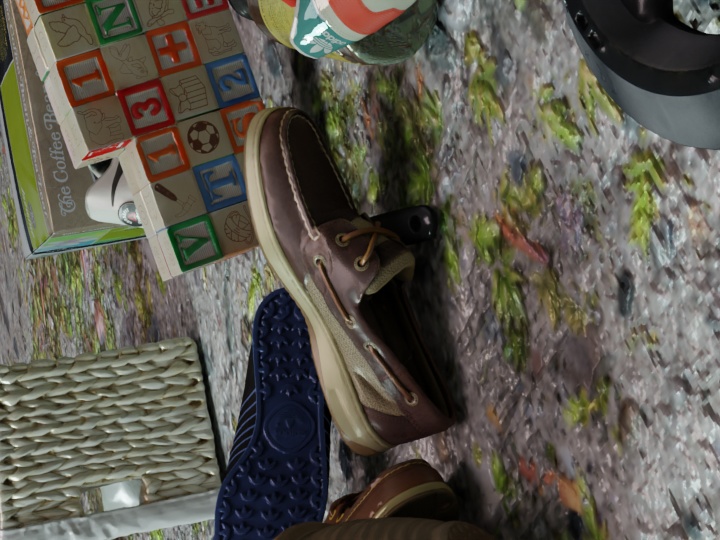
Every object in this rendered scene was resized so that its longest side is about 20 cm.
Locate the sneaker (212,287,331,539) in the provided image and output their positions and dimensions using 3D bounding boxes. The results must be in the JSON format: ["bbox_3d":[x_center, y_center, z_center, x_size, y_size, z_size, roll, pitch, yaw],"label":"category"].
[{"bbox_3d":[-0.048,0.115,0.947,0.078,0.070,0.201,82,-163,-72],"label":"sneaker"}]

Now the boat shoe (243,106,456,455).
[{"bbox_3d":[0.000,0.000,0.817,0.072,0.072,0.201,-18,92,32],"label":"boat shoe"}]

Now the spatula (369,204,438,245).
[{"bbox_3d":[-0.003,-0.019,0.889,0.200,0.020,0.057,172,90,-67],"label":"spatula"}]

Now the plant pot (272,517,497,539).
[{"bbox_3d":[0.042,0.188,0.715,0.093,0.200,0.201,-42,50,17],"label":"plant pot"}]

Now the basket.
[{"bbox_3d":[-0.240,0.157,1.304,0.200,0.197,0.162,158,104,-68],"label":"basket"}]

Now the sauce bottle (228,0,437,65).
[{"bbox_3d":[-0.027,-0.154,0.836,0.200,0.064,0.065,-152,56,-61],"label":"sauce bottle"}]

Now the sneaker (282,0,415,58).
[{"bbox_3d":[-0.017,-0.182,0.718,0.093,0.070,0.201,-37,43,23],"label":"sneaker"}]

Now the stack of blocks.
[{"bbox_3d":[-0.124,-0.099,0.922,0.201,0.115,0.059,70,160,-2],"label":"stack of blocks"}]

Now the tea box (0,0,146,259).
[{"bbox_3d":[-0.213,-0.125,1.199,0.197,0.133,0.202,167,93,-72],"label":"tea box"}]

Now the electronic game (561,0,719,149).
[{"bbox_3d":[0.125,-0.142,0.505,0.200,0.041,0.202,13,104,61],"label":"electronic game"}]

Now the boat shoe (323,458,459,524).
[{"bbox_3d":[0.003,0.161,0.881,0.201,0.072,0.068,108,143,-53],"label":"boat shoe"}]

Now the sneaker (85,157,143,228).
[{"bbox_3d":[-0.145,-0.097,1.043,0.200,0.088,0.075,-82,-11,-57],"label":"sneaker"}]
